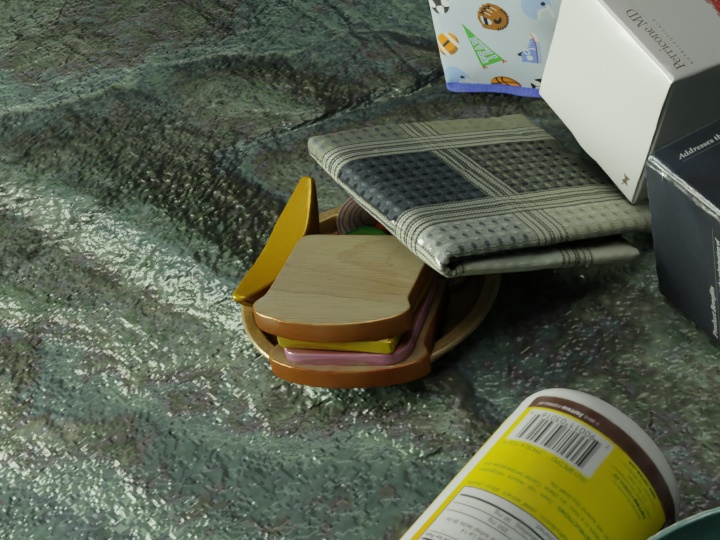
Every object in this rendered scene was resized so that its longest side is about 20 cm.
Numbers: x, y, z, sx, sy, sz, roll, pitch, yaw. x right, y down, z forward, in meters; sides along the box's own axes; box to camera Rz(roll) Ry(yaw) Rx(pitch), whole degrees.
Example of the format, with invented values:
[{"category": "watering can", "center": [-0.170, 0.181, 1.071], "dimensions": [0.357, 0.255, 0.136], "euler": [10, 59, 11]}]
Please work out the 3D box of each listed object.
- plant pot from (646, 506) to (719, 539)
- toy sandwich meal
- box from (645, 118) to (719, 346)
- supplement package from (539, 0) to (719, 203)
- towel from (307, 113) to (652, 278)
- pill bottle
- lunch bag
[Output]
[{"category": "plant pot", "center": [0.199, 0.217, 0.672], "dimensions": [0.198, 0.135, 0.201], "euler": [-10, 33, 7]}, {"category": "toy sandwich meal", "center": [0.000, 0.000, 1.041], "dimensions": [0.203, 0.071, 0.206], "euler": [-9, 40, 7]}, {"category": "box", "center": [0.312, -0.021, 0.928], "dimensions": [0.198, 0.125, 0.197], "euler": [-26, 42, -13]}, {"category": "supplement package", "center": [0.245, -0.155, 1.064], "dimensions": [0.198, 0.120, 0.122], "euler": [-22, 57, -22]}, {"category": "towel", "center": [0.087, -0.053, 1.066], "dimensions": [0.198, 0.035, 0.192], "euler": [-9, 32, -30]}, {"category": "pill bottle", "center": [0.074, 0.162, 0.800], "dimensions": [0.109, 0.110, 0.200], "euler": [22, 52, 36]}, {"category": "lunch bag", "center": [0.159, -0.228, 1.181], "dimensions": [0.198, 0.171, 0.124], "euler": [9, 49, 27]}]
